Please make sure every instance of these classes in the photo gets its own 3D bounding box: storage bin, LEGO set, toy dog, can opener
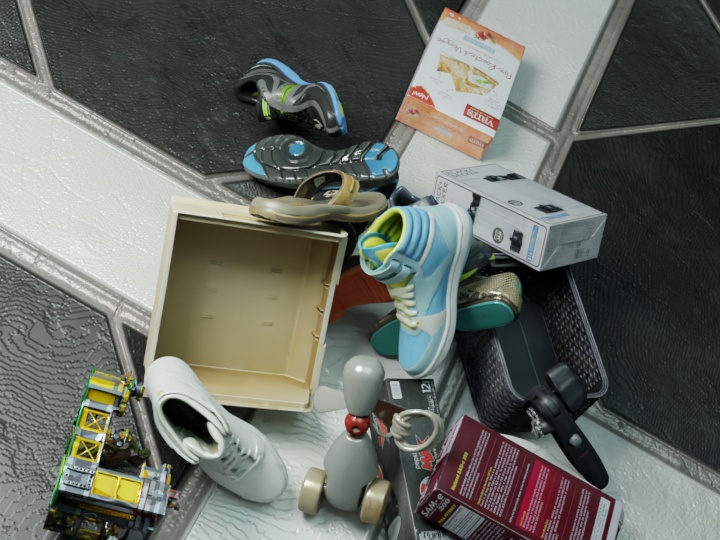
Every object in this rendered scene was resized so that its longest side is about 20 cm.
[{"bbox_3d":[0.201,0.087,1.413,0.134,0.094,0.201,-1,60,-22],"label":"storage bin"},{"bbox_3d":[-0.228,0.192,1.116,0.115,0.200,0.154,17,49,-13],"label":"LEGO set"},{"bbox_3d":[0.001,0.177,1.235,0.132,0.200,0.096,31,24,-3],"label":"toy dog"},{"bbox_3d":[0.243,0.191,1.318,0.078,0.200,0.063,-30,37,3],"label":"can opener"},{"bbox_3d":[-0.124,0.037,1.249,0.197,0.201,0.094,8,13,-16],"label":"storage bin"}]

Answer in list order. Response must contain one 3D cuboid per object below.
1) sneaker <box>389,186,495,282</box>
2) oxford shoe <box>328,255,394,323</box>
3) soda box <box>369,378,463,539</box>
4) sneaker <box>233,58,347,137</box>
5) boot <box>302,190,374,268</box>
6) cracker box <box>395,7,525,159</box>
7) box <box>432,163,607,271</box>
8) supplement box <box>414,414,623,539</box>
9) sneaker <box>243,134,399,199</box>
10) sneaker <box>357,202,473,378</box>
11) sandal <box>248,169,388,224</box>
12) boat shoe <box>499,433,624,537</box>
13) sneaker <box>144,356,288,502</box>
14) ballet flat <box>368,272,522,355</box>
[{"bbox_3d":[0.088,-0.043,1.399,0.074,0.081,0.200,-34,31,-18],"label":"sneaker"},{"bbox_3d":[0.000,0.000,1.360,0.199,0.071,0.073,-19,40,6],"label":"oxford shoe"},{"bbox_3d":[0.060,0.223,1.283,0.063,0.071,0.201,4,58,-23],"label":"soda box"},{"bbox_3d":[-0.089,-0.210,1.481,0.083,0.071,0.199,-37,46,-24],"label":"sneaker"},{"bbox_3d":[-0.081,-0.043,1.389,0.151,0.199,0.074,-48,123,-65],"label":"boot"},{"bbox_3d":[0.145,-0.268,1.641,0.133,0.058,0.201,25,54,-4],"label":"cracker box"},{"bbox_3d":[0.196,-0.072,1.462,0.116,0.060,0.200,-11,29,-38],"label":"box"},{"bbox_3d":[0.169,0.251,1.220,0.199,0.061,0.109,30,46,0],"label":"supplement box"},{"bbox_3d":[-0.050,-0.119,1.467,0.199,0.082,0.074,6,62,6],"label":"sneaker"},{"bbox_3d":[0.043,0.020,1.267,0.130,0.079,0.201,4,98,-39],"label":"sneaker"},{"bbox_3d":[-0.039,-0.081,1.240,0.200,0.080,0.054,-6,102,-50],"label":"sandal"},{"bbox_3d":[0.211,0.257,1.321,0.199,0.071,0.064,31,52,-2],"label":"boat shoe"},{"bbox_3d":[-0.144,0.183,1.172,0.074,0.116,0.200,-43,109,1],"label":"sneaker"},{"bbox_3d":[0.103,0.047,1.363,0.068,0.199,0.075,53,35,-29],"label":"ballet flat"}]
